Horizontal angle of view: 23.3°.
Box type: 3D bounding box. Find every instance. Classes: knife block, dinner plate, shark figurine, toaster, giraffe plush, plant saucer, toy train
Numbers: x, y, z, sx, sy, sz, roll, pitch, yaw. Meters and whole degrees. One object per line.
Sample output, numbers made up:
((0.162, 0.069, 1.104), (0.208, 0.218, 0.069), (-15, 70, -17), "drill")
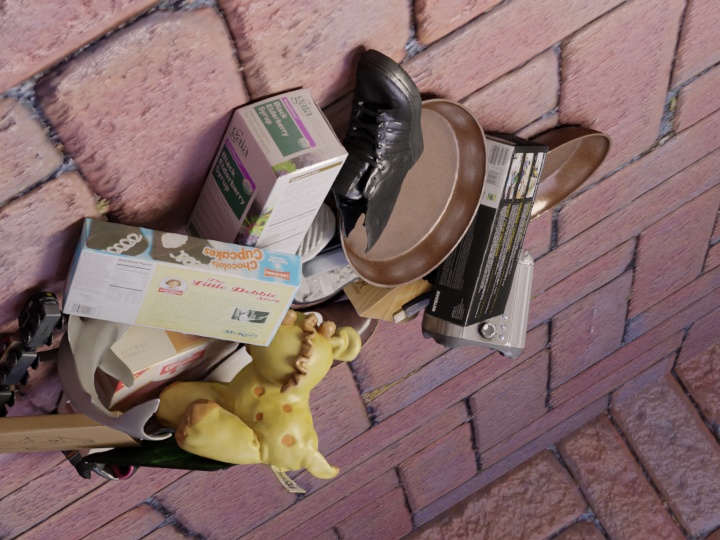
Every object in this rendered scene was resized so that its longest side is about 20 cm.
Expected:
((0.066, -0.018, 2.013), (0.175, 0.064, 0.200), (-37, 161, 16), "knife block")
((-0.117, 0.117, 1.912), (0.200, 0.024, 0.200), (-35, 165, -10), "dinner plate")
((-0.253, 0.081, 1.628), (0.128, 0.215, 0.090), (-7, 125, -12), "shark figurine")
((0.139, 0.029, 2.076), (0.113, 0.130, 0.200), (11, -179, -7), "toaster")
((-0.091, 0.109, 1.747), (0.172, 0.200, 0.163), (8, 103, -45), "giraffe plush")
((0.203, -0.110, 2.050), (0.200, 0.037, 0.200), (-29, 161, -11), "plant saucer")
((0.046, -0.081, 1.740), (0.200, 0.034, 0.201), (-25, 128, -35), "plant saucer")
((-0.328, 0.083, 1.649), (0.034, 0.046, 0.200), (2, 144, -33), "toy train")

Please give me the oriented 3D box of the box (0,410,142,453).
((-0.325, 0.162, 1.720), (0.199, 0.021, 0.164), (-3, 169, 0), "box")

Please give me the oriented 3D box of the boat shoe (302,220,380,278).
((0.009, -0.058, 1.815), (0.200, 0.071, 0.072), (-30, -171, -31), "boat shoe")

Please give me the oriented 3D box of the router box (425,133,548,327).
((0.139, -0.045, 1.881), (0.149, 0.051, 0.201), (-10, 116, -69), "router box")

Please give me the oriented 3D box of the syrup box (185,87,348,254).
((-0.089, -0.071, 1.590), (0.081, 0.079, 0.200), (-22, 159, -29), "syrup box")

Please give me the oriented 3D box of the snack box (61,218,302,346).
((-0.164, 0.013, 1.589), (0.199, 0.037, 0.116), (10, 147, -14), "snack box")

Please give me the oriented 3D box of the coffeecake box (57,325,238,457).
((-0.221, 0.104, 1.835), (0.153, 0.073, 0.200), (-22, 159, -30), "coffeecake box")

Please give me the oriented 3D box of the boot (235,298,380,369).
((-0.068, 0.073, 2.011), (0.200, 0.072, 0.166), (-27, 164, -6), "boot")

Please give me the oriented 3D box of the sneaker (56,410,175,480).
((-0.272, 0.198, 1.972), (0.080, 0.086, 0.200), (-41, 161, 29), "sneaker")

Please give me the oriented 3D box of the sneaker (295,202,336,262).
((-0.115, -0.011, 1.736), (0.199, 0.074, 0.082), (-25, 171, 1), "sneaker")

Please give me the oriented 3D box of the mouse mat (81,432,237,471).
((-0.176, 0.187, 1.813), (0.160, 0.008, 0.200), (1, -177, 20), "mouse mat")

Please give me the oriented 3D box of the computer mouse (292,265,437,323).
((0.000, 0.000, 1.872), (0.200, 0.141, 0.046), (-29, -163, -19), "computer mouse")

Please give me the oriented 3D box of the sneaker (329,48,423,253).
((0.009, -0.108, 1.601), (0.104, 0.060, 0.200), (-51, 155, -17), "sneaker")
